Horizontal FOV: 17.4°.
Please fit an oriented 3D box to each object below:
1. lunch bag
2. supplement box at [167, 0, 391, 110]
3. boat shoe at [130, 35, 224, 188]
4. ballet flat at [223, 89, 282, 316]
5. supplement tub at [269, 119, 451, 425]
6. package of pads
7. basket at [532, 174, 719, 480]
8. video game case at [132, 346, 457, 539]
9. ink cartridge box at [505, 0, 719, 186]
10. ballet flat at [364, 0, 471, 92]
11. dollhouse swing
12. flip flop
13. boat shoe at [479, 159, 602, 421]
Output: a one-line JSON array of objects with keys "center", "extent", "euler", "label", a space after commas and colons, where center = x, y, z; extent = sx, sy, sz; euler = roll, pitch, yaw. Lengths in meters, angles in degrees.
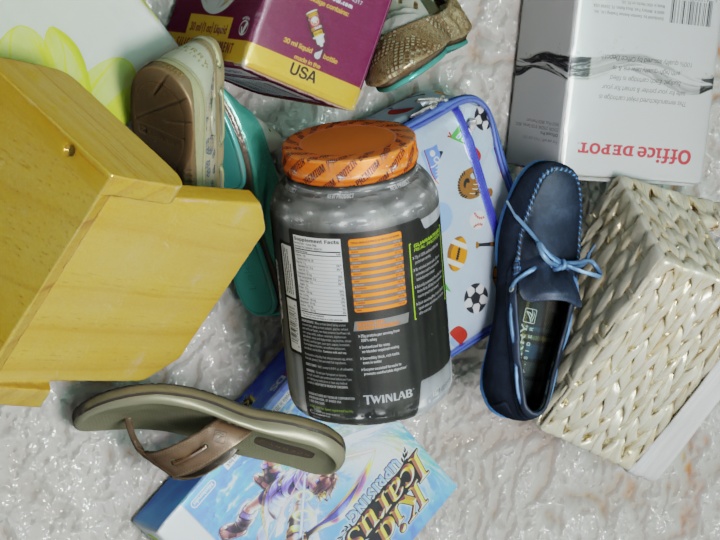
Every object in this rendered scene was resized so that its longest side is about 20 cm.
[{"center": [0.055, -0.038, 1.807], "extent": [0.160, 0.076, 0.200], "euler": [-28, 112, -27], "label": "lunch bag"}, {"center": [-0.044, -0.227, 1.681], "extent": [0.103, 0.131, 0.200], "euler": [20, 87, -32], "label": "supplement box"}, {"center": [-0.123, -0.074, 1.660], "extent": [0.063, 0.073, 0.200], "euler": [-45, 157, -40], "label": "boat shoe"}, {"center": [-0.082, -0.065, 1.731], "extent": [0.070, 0.067, 0.200], "euler": [-39, 119, -43], "label": "ballet flat"}, {"center": [0.000, 0.000, 1.684], "extent": [0.122, 0.123, 0.200], "euler": [-16, 113, -28], "label": "supplement tub"}, {"center": [-0.231, -0.168, 1.613], "extent": [0.155, 0.068, 0.200], "euler": [-47, 121, -16], "label": "package of pads"}, {"center": [0.217, 0.043, 1.843], "extent": [0.123, 0.136, 0.200], "euler": [18, 120, -26], "label": "basket"}, {"center": [-0.046, 0.178, 1.798], "extent": [0.200, 0.045, 0.181], "euler": [-49, 119, -15], "label": "video game case"}, {"center": [0.204, -0.173, 1.867], "extent": [0.145, 0.084, 0.200], "euler": [3, 97, -31], "label": "ink cartridge box"}, {"center": [0.034, -0.177, 1.727], "extent": [0.070, 0.200, 0.065], "euler": [-23, 97, 14], "label": "ballet flat"}, {"center": [-0.201, -0.029, 1.605], "extent": [0.200, 0.182, 0.176], "euler": [-56, 162, 25], "label": "dollhouse swing"}, {"center": [-0.110, 0.127, 1.697], "extent": [0.200, 0.081, 0.058], "euler": [14, 69, -10], "label": "flip flop"}, {"center": [0.145, 0.017, 1.789], "extent": [0.084, 0.069, 0.200], "euler": [1, 97, -24], "label": "boat shoe"}]
